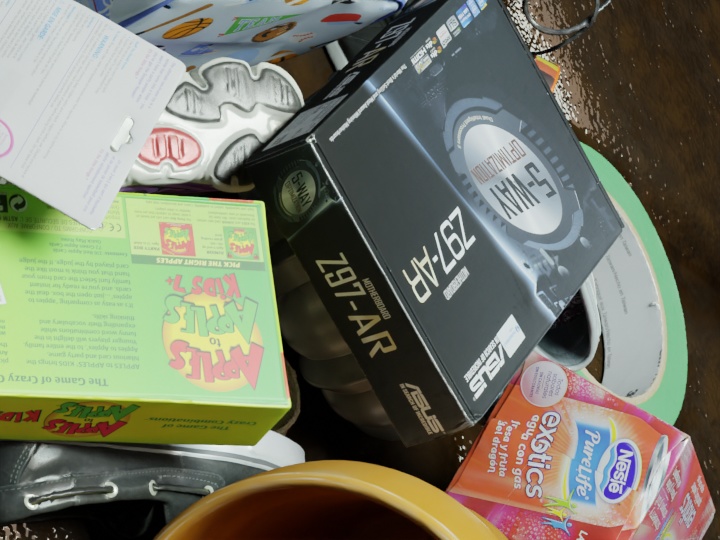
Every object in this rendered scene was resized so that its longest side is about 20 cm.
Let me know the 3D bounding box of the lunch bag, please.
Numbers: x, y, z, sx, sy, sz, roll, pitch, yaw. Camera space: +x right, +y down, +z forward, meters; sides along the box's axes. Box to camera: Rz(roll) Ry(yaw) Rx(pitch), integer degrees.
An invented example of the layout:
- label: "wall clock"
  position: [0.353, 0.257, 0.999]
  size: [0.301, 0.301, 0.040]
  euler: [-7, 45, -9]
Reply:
- label: "lunch bag"
  position: [-0.074, -0.144, 1.216]
  size: [0.199, 0.159, 0.076]
  euler: [-7, 79, -55]

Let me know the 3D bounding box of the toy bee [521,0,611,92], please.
- label: "toy bee"
  position: [0.090, -0.082, 1.424]
  size: [0.131, 0.200, 0.109]
  euler: [44, 17, -8]

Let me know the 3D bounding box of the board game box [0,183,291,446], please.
- label: "board game box"
  position: [-0.135, 0.018, 1.060]
  size: [0.198, 0.048, 0.102]
  euler: [4, 63, -25]

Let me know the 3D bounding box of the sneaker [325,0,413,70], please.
- label: "sneaker"
  position: [0.001, -0.202, 1.412]
  size: [0.201, 0.099, 0.071]
  euler: [61, 36, -10]

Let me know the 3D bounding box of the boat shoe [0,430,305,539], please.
- label: "boat shoe"
  position: [-0.104, 0.099, 1.136]
  size: [0.199, 0.068, 0.057]
  euler: [13, 68, -45]

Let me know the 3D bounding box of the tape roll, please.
- label: "tape roll"
  position: [0.133, 0.018, 1.532]
  size: [0.200, 0.048, 0.202]
  euler: [32, 48, -44]

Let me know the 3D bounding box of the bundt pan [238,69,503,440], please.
- label: "bundt pan"
  position: [0.000, 0.000, 1.292]
  size: [0.203, 0.075, 0.202]
  euler: [58, 17, -29]

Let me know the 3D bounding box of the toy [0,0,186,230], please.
- label: "toy"
  position: [-0.188, -0.093, 1.068]
  size: [0.199, 0.047, 0.116]
  euler: [31, 47, -7]

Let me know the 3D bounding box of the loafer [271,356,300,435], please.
- label: "loafer"
  position: [-0.090, 0.031, 1.183]
  size: [0.200, 0.068, 0.076]
  euler: [36, 46, -41]

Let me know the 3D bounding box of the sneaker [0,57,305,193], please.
- label: "sneaker"
  position: [-0.123, -0.060, 1.158]
  size: [0.199, 0.083, 0.081]
  euler: [7, 74, -27]

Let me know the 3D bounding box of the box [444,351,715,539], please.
- label: "box"
  position: [0.121, 0.127, 1.314]
  size: [0.096, 0.099, 0.200]
  euler: [-59, 162, -9]

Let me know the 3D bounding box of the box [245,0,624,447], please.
- label: "box"
  position: [0.042, -0.035, 1.204]
  size: [0.161, 0.043, 0.200]
  euler: [60, 39, -14]

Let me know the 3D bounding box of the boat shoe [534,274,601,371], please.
- label: "boat shoe"
  position: [0.086, -0.022, 1.338]
  size: [0.201, 0.070, 0.072]
  euler: [58, 11, -39]

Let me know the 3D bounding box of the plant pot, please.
- label: "plant pot"
  position: [0.005, 0.181, 1.148]
  size: [0.202, 0.199, 0.183]
  euler: [70, 18, 2]
